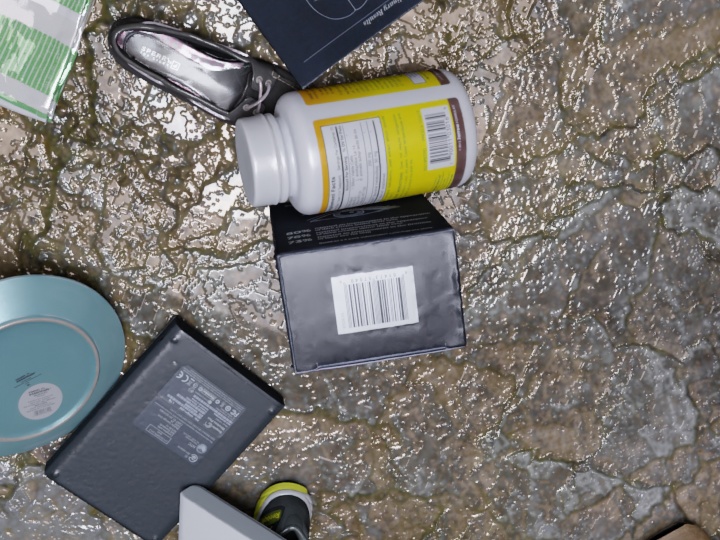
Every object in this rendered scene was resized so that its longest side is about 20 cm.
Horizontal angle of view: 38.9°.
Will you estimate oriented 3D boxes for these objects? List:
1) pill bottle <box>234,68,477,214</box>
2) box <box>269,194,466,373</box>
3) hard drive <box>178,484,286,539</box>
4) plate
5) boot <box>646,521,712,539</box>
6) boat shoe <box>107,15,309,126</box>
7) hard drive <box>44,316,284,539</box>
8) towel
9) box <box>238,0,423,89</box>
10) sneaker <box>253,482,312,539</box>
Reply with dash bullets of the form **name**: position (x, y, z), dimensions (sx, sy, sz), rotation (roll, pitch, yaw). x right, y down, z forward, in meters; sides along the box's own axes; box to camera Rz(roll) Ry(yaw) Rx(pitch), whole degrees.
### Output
- **pill bottle**: position (-0.006, -0.112, 0.904), dimensions (0.200, 0.109, 0.109), rotation (-11, 106, -14)
- **box**: position (0.000, 0.000, 0.903), dimensions (0.148, 0.200, 0.104), rotation (-8, 106, -3)
- **hard drive**: position (-0.129, 0.325, 1.005), dimensions (0.132, 0.026, 0.200), rotation (23, 119, 31)
- **plate**: position (-0.308, 0.095, 0.933), dimensions (0.200, 0.026, 0.200), rotation (-19, 128, -25)
- **boot**: position (0.298, 0.346, 1.105), dimensions (0.200, 0.074, 0.076), rotation (-34, 87, -1)
- **boat shoe**: position (-0.132, -0.171, 0.916), dimensions (0.200, 0.057, 0.067), rotation (21, 101, -11)
- **hard drive**: position (-0.192, 0.162, 1.003), dimensions (0.140, 0.033, 0.200), rotation (40, 97, -20)
- **towel**: position (-0.309, -0.248, 0.894), dimensions (0.152, 0.023, 0.200), rotation (21, 101, -11)
- **box**: position (-0.053, -0.283, 0.841), dimensions (0.148, 0.107, 0.200), rotation (-35, 124, 4)
- **sneaker**: position (-0.097, 0.317, 1.034), dimensions (0.074, 0.085, 0.200), rotation (10, 103, -8)
